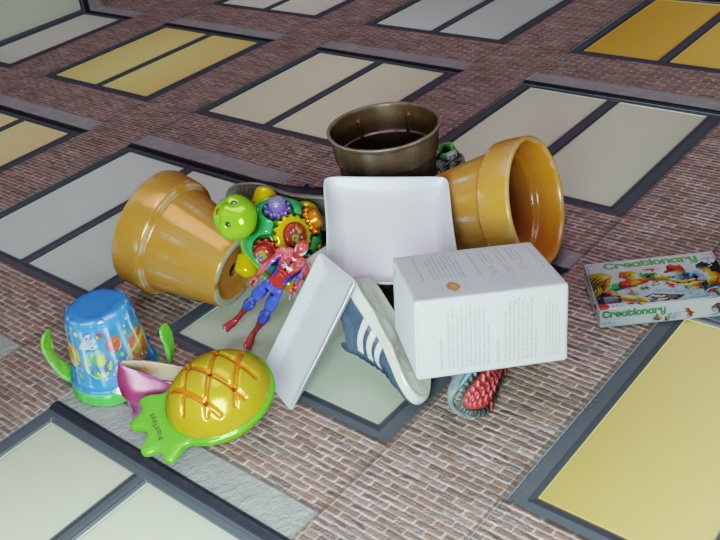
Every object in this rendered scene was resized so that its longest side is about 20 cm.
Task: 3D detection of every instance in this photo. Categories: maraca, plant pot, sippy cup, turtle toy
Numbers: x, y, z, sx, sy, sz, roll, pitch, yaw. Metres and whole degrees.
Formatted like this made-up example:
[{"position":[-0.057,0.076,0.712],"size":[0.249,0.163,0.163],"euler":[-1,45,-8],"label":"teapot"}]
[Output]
[{"position":[-0.207,0.177,1.286],"size":[0.197,0.108,0.138],"euler":[-27,47,-13],"label":"maraca"},{"position":[0.203,-0.100,1.557],"size":[0.180,0.203,0.200],"euler":[-5,27,37],"label":"plant pot"},{"position":[-0.371,0.104,1.421],"size":[0.175,0.133,0.139],"euler":[-22,33,-21],"label":"sippy cup"},{"position":[-0.137,-0.058,1.490],"size":[0.197,0.149,0.101],"euler":[18,-11,-25],"label":"turtle toy"},{"position":[-0.272,-0.035,1.587],"size":[0.181,0.203,0.200],"euler":[26,42,21],"label":"plant pot"},{"position":[0.050,-0.160,1.679],"size":[0.196,0.202,0.202],"euler":[-6,32,4],"label":"plant pot"}]

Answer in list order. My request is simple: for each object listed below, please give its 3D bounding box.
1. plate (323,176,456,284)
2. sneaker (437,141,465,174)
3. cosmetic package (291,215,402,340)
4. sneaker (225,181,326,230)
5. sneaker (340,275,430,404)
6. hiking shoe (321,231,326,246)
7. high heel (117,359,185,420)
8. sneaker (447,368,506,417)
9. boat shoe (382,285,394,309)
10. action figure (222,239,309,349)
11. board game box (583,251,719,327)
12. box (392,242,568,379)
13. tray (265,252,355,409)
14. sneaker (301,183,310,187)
[{"position":[0.043,-0.055,1.457],"size":[0.195,0.033,0.203],"euler":[-1,56,-4],"label":"plate"},{"position":[0.164,-0.169,1.776],"size":[0.076,0.087,0.201],"euler":[-11,32,-5],"label":"sneaker"},{"position":[0.000,0.000,1.490],"size":[0.199,0.088,0.103],"euler":[-35,66,-27],"label":"cosmetic package"},{"position":[-0.123,-0.110,1.628],"size":[0.195,0.076,0.106],"euler":[11,16,3],"label":"sneaker"},{"position":[0.024,0.110,1.350],"size":[0.074,0.084,0.202],"euler":[3,51,-51],"label":"sneaker"},{"position":[-0.057,-0.020,1.596],"size":[0.196,0.077,0.101],"euler":[8,31,24],"label":"hiking shoe"},{"position":[-0.238,0.142,1.358],"size":[0.196,0.098,0.068],"euler":[-14,31,-8],"label":"high heel"},{"position":[0.142,0.134,1.311],"size":[0.094,0.081,0.200],"euler":[0,22,24],"label":"sneaker"},{"position":[0.072,0.054,1.454],"size":[0.199,0.067,0.073],"euler":[-40,43,-22],"label":"boat shoe"},{"position":[-0.137,0.039,1.405],"size":[0.065,0.201,0.099],"euler":[37,26,-1],"label":"action figure"},{"position":[0.438,0.027,1.435],"size":[0.195,0.035,0.127],"euler":[-6,31,4],"label":"board game box"},{"position":[0.151,0.048,1.257],"size":[0.195,0.109,0.153],"euler":[-7,23,-7],"label":"box"},{"position":[-0.070,0.085,1.363],"size":[0.022,0.203,0.107],"euler":[20,10,-39],"label":"tray"},{"position":[-0.127,-0.097,1.747],"size":[0.077,0.071,0.201],"euler":[-19,18,14],"label":"sneaker"}]
